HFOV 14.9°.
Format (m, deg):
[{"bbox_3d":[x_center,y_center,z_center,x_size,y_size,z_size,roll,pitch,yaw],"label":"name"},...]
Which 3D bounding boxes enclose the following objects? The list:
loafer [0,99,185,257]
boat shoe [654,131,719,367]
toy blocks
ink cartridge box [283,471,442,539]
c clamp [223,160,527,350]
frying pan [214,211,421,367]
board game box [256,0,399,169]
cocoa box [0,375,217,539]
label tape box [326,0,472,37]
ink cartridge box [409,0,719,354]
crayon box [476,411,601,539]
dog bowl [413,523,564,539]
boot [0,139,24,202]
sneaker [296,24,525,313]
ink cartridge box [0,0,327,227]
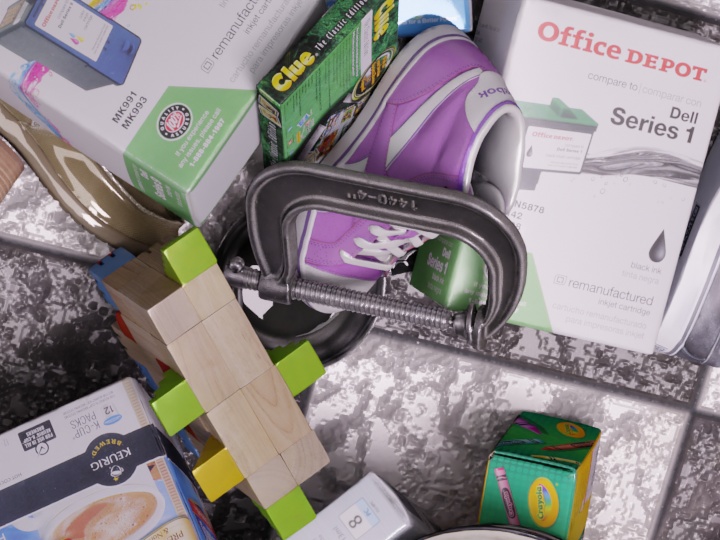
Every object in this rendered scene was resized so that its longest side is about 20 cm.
[{"bbox_3d":[-0.175,-0.087,1.683,0.067,0.076,0.200,-44,104,10],"label":"loafer"},{"bbox_3d":[0.247,-0.032,1.751,0.068,0.072,0.200,20,102,-9],"label":"boat shoe"},{"bbox_3d":[-0.099,0.053,1.666,0.100,0.137,0.200,-35,117,-14],"label":"toy blocks"},{"bbox_3d":[-0.039,0.215,1.724,0.200,0.160,0.047,-39,71,1],"label":"ink cartridge box"},{"bbox_3d":[0.007,0.002,1.646,0.200,0.027,0.171,8,133,18],"label":"c clamp"},{"bbox_3d":[-0.010,-0.013,1.743,0.190,0.031,0.115,-34,106,-9],"label":"frying pan"},{"bbox_3d":[-0.018,-0.103,1.631,0.023,0.200,0.105,42,76,12],"label":"board game box"},{"bbox_3d":[-0.193,0.176,1.687,0.200,0.133,0.131,-24,71,-1],"label":"cocoa box"},{"bbox_3d":[-0.011,-0.240,1.676,0.143,0.066,0.200,-5,101,-5],"label":"label tape box"},{"bbox_3d":[0.130,-0.065,1.712,0.146,0.084,0.200,12,97,-15],"label":"ink cartridge box"},{"bbox_3d":[0.103,0.202,1.753,0.058,0.119,0.200,11,101,10],"label":"crayon box"},{"bbox_3d":[0.084,0.242,1.665,0.200,0.074,0.200,2,100,11],"label":"dog bowl"},{"bbox_3d":[-0.318,-0.062,1.631,0.200,0.074,0.155,37,73,6],"label":"boot"},{"bbox_3d":[0.029,-0.036,1.652,0.073,0.114,0.201,5,124,-39],"label":"sneaker"},{"bbox_3d":[-0.139,-0.144,1.606,0.200,0.088,0.145,33,81,10],"label":"ink cartridge box"}]
